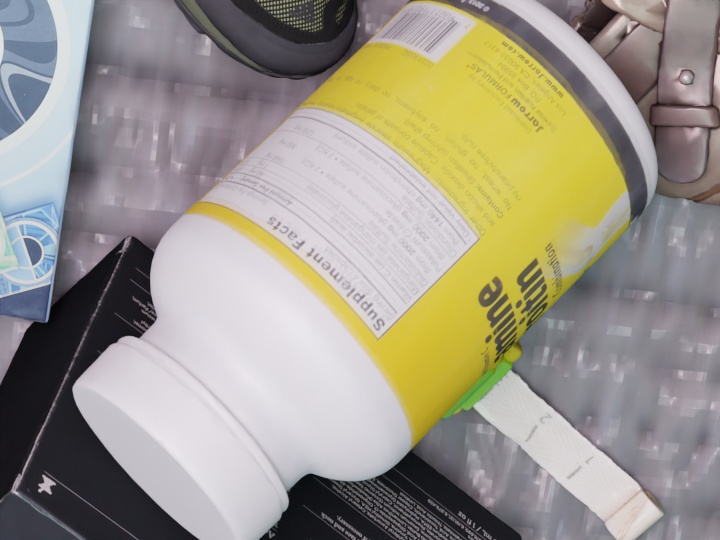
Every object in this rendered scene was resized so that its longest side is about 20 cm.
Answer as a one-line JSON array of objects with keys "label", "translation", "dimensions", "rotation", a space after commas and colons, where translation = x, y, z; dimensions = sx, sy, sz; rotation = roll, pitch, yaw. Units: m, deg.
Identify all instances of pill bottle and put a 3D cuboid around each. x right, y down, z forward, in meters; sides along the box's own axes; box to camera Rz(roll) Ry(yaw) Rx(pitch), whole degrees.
[{"label": "pill bottle", "translation": [0.000, 0.000, 0.950], "dimensions": [0.200, 0.112, 0.112], "rotation": [-44, 110, -17]}]

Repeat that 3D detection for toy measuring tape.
[{"label": "toy measuring tape", "translation": [0.045, 0.047, 1.052], "dimensions": [0.074, 0.074, 0.200], "rotation": [-43, 107, 11]}]

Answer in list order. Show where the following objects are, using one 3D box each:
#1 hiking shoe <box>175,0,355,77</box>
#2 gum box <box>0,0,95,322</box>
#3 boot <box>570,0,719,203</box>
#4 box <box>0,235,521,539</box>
[{"label": "hiking shoe", "translation": [-0.023, -0.151, 0.935], "dimensions": [0.100, 0.076, 0.201], "rotation": [14, 129, 38]}, {"label": "gum box", "translation": [-0.181, -0.092, 0.996], "dimensions": [0.169, 0.045, 0.201], "rotation": [8, 109, -6]}, {"label": "boot", "translation": [0.160, -0.112, 0.998], "dimensions": [0.146, 0.070, 0.201], "rotation": [24, 103, -7]}, {"label": "box", "translation": [-0.048, 0.107, 1.022], "dimensions": [0.200, 0.141, 0.079], "rotation": [39, 127, -16]}]
